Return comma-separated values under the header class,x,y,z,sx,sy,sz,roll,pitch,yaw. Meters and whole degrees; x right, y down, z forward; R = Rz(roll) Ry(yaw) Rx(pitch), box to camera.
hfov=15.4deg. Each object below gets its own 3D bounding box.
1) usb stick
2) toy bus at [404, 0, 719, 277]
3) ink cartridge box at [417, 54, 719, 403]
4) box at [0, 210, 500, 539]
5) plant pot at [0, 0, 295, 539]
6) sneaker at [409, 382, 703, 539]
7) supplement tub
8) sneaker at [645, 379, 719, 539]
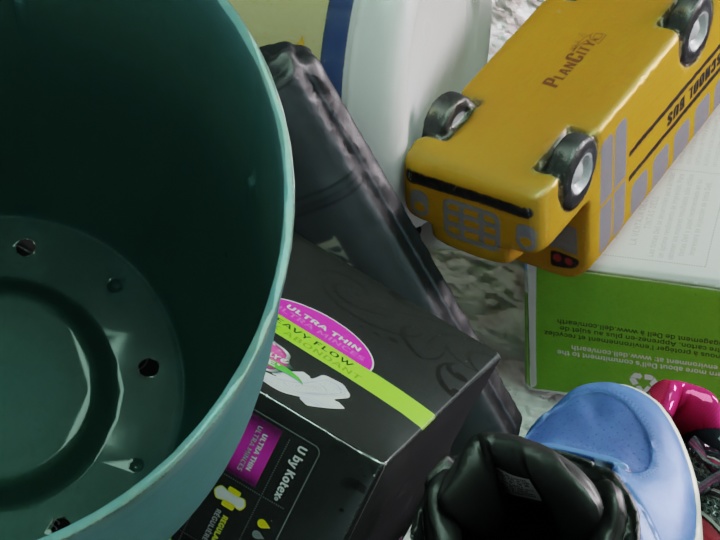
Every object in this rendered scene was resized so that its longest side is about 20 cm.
class,x,y,z,sx,sy,sz,roll,pitch,yaw
usb stick,0.000,0.000,1.018,0.055,0.201,0.033,-22,29,16
toy bus,0.092,-0.066,1.083,0.065,0.079,0.200,19,45,24
ink cartridge box,0.086,-0.022,1.152,0.198,0.076,0.148,6,41,14
box,-0.077,0.047,0.942,0.199,0.125,0.148,30,20,9
plant pot,-0.116,0.011,0.770,0.199,0.161,0.202,0,69,0
sneaker,0.070,0.083,0.905,0.076,0.112,0.201,4,41,18
supplement tub,-0.058,-0.098,1.086,0.198,0.145,0.145,9,39,17
sneaker,0.146,0.110,0.983,0.080,0.075,0.200,17,15,-39
